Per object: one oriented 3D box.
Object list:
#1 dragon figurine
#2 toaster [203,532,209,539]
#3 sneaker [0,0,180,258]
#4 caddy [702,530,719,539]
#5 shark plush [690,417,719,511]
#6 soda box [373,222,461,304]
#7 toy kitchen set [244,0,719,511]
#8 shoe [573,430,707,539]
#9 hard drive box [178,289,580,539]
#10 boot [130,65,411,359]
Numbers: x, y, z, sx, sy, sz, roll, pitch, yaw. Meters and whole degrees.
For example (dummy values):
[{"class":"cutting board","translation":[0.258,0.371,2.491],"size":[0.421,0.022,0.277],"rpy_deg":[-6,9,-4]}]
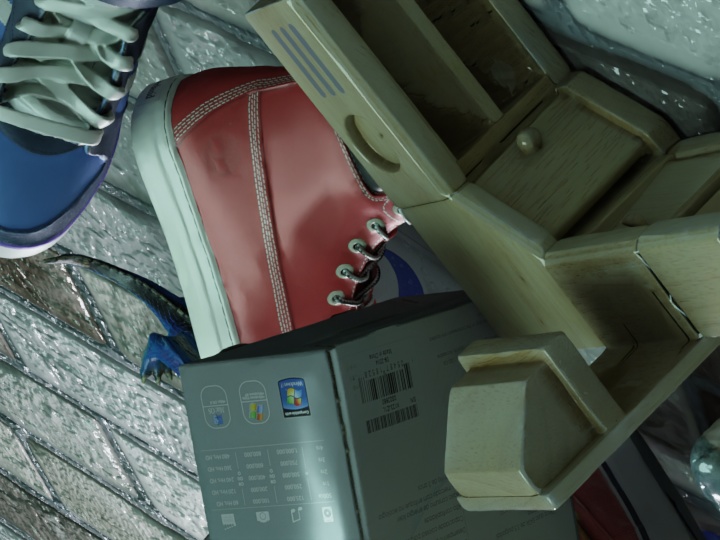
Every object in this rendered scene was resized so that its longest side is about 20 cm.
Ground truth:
[{"class":"dragon figurine","translation":[-0.074,0.044,1.575],"size":[0.200,0.059,0.099],"rpy_deg":[48,159,-5]},{"class":"toaster","translation":[-0.008,0.191,1.616],"size":[0.200,0.129,0.114],"rpy_deg":[30,152,36]},{"class":"sneaker","translation":[-0.114,-0.107,1.204],"size":[0.080,0.201,0.146],"rpy_deg":[18,172,-14]},{"class":"caddy","translation":[0.132,0.197,1.398],"size":[0.141,0.105,0.200],"rpy_deg":[27,152,43]},{"class":"shark plush","translation":[0.171,0.106,1.192],"size":[0.091,0.083,0.200],"rpy_deg":[36,157,25]},{"class":"soda box","translation":[-0.002,0.009,1.370],"size":[0.200,0.063,0.068],"rpy_deg":[52,158,-15]},{"class":"toy kitchen set","translation":[0.049,-0.034,1.058],"size":[0.181,0.163,0.200],"rpy_deg":[51,158,-13]},{"class":"shoe","translation":[0.109,0.143,1.258],"size":[0.072,0.091,0.200],"rpy_deg":[49,-171,-36]},{"class":"hard drive box","translation":[0.018,0.117,1.171],"size":[0.077,0.156,0.201],"rpy_deg":[-8,94,34]},{"class":"boot","translation":[0.000,0.000,1.267],"size":[0.144,0.072,0.200],"rpy_deg":[-9,115,26]}]
